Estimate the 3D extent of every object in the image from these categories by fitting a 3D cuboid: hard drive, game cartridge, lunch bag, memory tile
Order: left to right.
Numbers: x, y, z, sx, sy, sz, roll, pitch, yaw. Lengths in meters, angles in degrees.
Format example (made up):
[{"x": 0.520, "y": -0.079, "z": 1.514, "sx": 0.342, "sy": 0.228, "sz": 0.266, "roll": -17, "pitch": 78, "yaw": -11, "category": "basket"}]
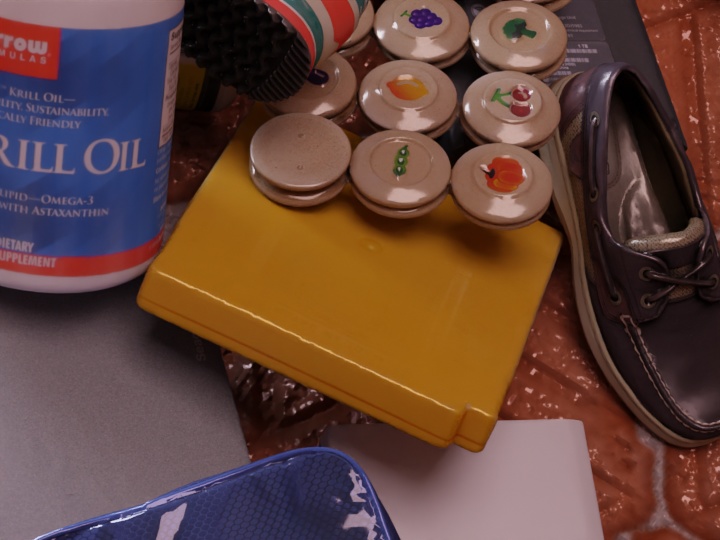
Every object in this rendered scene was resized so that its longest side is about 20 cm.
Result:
[{"x": -0.154, "y": 0.071, "z": 1.261, "sx": 0.199, "sy": 0.033, "sz": 0.140, "roll": -6, "pitch": 69, "yaw": -28, "category": "hard drive"}, {"x": -0.051, "y": 0.172, "z": 1.198, "sx": 0.199, "sy": 0.132, "sz": 0.136, "roll": -17, "pitch": 66, "yaw": -5, "category": "lunch bag"}, {"x": 0.000, "y": 0.000, "z": 1.327, "sx": 0.176, "sy": 0.033, "sz": 0.200, "roll": 25, "pitch": 32, "yaw": 1, "category": "game cartridge"}, {"x": 0.028, "y": -0.105, "z": 1.372, "sx": 0.153, "sy": 0.017, "sz": 0.200, "roll": 8, "pitch": 51, "yaw": 2, "category": "memory tile"}, {"x": 0.057, "y": 0.167, "z": 1.296, "sx": 0.131, "sy": 0.025, "sz": 0.201, "roll": 0, "pitch": 61, "yaw": -14, "category": "hard drive"}, {"x": 0.083, "y": -0.141, "z": 1.463, "sx": 0.139, "sy": 0.033, "sz": 0.201, "roll": -1, "pitch": 58, "yaw": -24, "category": "hard drive"}]

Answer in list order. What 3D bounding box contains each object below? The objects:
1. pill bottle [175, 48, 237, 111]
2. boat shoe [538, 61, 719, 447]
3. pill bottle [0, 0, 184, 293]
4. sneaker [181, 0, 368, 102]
[{"x": -0.157, "y": -0.143, "z": 1.374, "sx": 0.199, "sy": 0.112, "sz": 0.112, "roll": 5, "pitch": 59, "yaw": -11, "category": "pill bottle"}, {"x": 0.146, "y": -0.009, "z": 1.371, "sx": 0.072, "sy": 0.065, "sz": 0.201, "roll": -16, "pitch": 85, "yaw": -22, "category": "boat shoe"}, {"x": -0.138, "y": -0.101, "z": 1.246, "sx": 0.112, "sy": 0.201, "sz": 0.112, "roll": 5, "pitch": 23, "yaw": -2, "category": "pill bottle"}, {"x": -0.081, "y": -0.169, "z": 1.313, "sx": 0.200, "sy": 0.070, "sz": 0.093, "roll": 41, "pitch": 46, "yaw": 8, "category": "sneaker"}]
